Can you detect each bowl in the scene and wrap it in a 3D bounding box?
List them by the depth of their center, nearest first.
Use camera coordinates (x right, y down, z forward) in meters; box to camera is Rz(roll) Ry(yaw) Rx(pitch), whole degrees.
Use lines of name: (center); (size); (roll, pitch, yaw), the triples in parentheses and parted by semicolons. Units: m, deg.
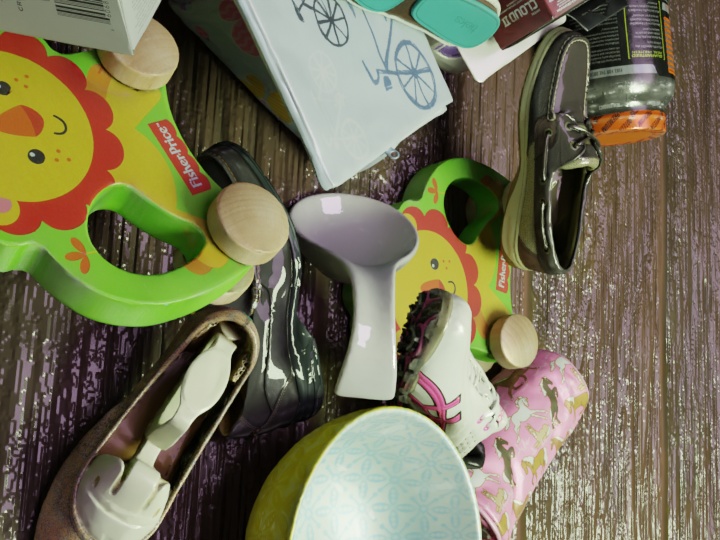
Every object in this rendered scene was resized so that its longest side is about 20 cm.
bowl: (-0.017, 0.194, 0.738); (0.199, 0.107, 0.202); (8, 79, -48)

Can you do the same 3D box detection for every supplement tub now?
supplement tub: (0.250, -0.232, 1.084); (0.122, 0.122, 0.202); (0, 85, -48)

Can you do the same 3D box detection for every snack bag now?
snack bag: (-0.016, -0.163, 0.725); (0.200, 0.021, 0.190); (-44, 113, -51)

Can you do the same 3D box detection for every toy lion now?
toy lion: (-0.164, -0.055, 0.594); (0.191, 0.069, 0.201); (-26, 78, -44)
toy lion: (0.068, -0.003, 0.903); (0.191, 0.068, 0.202); (21, 69, -37)

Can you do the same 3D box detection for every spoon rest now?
spoon rest: (0.000, 0.000, 0.757); (0.099, 0.061, 0.201); (6, 37, -12)

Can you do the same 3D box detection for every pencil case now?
pencil case: (-0.045, -0.158, 0.772); (0.200, 0.083, 0.091); (46, 67, -35)
pencil case: (0.126, 0.151, 0.924); (0.200, 0.082, 0.087); (-48, 135, -41)

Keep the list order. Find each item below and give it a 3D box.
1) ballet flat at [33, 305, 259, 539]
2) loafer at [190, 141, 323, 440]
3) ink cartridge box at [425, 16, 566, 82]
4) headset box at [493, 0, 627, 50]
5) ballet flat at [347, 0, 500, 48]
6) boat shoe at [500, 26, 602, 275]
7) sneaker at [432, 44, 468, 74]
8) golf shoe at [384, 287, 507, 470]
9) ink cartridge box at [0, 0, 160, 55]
ballet flat: (-0.124, 0.102, 0.634); (0.068, 0.067, 0.201); (35, 70, -17)
loafer: (-0.081, 0.016, 0.721); (0.072, 0.072, 0.202); (-22, 100, -43)
ink cartridge box: (0.065, -0.254, 0.867); (0.117, 0.067, 0.201); (-37, 99, -23)
headset box: (0.137, -0.279, 0.824); (0.148, 0.077, 0.201); (-33, 96, -26)
ballet flat: (0.030, -0.209, 0.743); (0.199, 0.069, 0.070); (12, 76, -55)
boat shoe: (0.167, -0.094, 0.879); (0.073, 0.065, 0.202); (-8, 109, -43)
sneaker: (0.087, -0.275, 0.944); (0.083, 0.080, 0.202); (24, 67, -36)
golf shoe: (0.066, 0.083, 0.789); (0.201, 0.091, 0.073); (96, 5, -53)
ink cartridge box: (-0.176, -0.229, 0.591); (0.084, 0.174, 0.201); (92, 12, -53)
